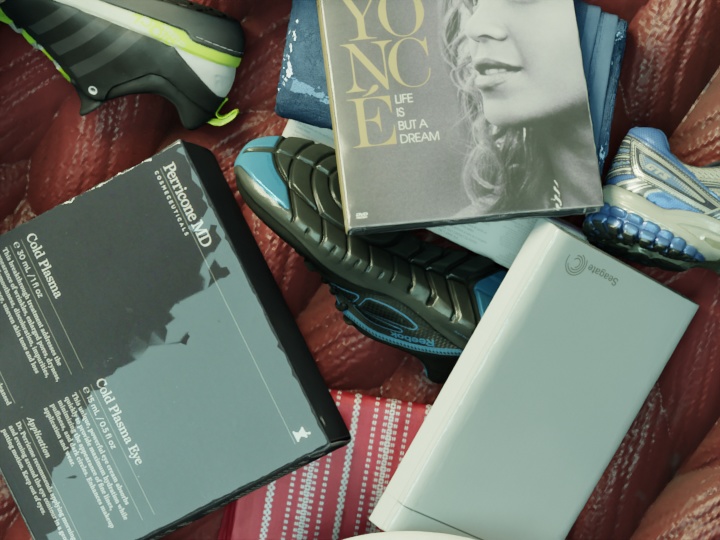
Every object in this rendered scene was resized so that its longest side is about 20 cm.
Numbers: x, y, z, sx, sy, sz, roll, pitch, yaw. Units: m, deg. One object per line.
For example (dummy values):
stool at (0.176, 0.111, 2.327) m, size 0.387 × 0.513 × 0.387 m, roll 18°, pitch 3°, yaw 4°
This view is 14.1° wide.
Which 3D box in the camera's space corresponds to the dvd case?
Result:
dvd case at (0.053, -0.123, 1.674) m, size 0.148 × 0.016 × 0.201 m, roll -5°, pitch 73°, yaw -7°

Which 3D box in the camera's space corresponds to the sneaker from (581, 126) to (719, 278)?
sneaker at (0.233, -0.032, 1.704) m, size 0.199 × 0.077 × 0.085 m, roll 18°, pitch 80°, yaw -14°

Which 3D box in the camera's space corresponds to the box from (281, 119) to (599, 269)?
box at (0.046, -0.044, 1.734) m, size 0.200 × 0.039 × 0.042 m, roll 25°, pitch 96°, yaw 0°

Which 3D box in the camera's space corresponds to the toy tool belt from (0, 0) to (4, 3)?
toy tool belt at (-0.292, -0.210, 1.638) m, size 0.199 × 0.125 × 0.123 m, roll 14°, pitch 121°, yaw 11°

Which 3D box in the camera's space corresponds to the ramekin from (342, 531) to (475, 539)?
ramekin at (0.033, 0.235, 1.694) m, size 0.200 × 0.201 × 0.098 m, roll 3°, pitch 55°, yaw 2°

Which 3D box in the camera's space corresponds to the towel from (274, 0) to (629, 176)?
towel at (0.053, -0.118, 1.706) m, size 0.199 × 0.049 × 0.112 m, roll 13°, pitch 71°, yaw -2°

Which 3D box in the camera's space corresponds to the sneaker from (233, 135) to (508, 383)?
sneaker at (0.000, 0.000, 1.705) m, size 0.200 × 0.073 × 0.082 m, roll 37°, pitch 136°, yaw -13°

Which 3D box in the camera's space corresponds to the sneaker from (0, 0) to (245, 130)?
sneaker at (-0.165, -0.133, 1.718) m, size 0.199 × 0.072 × 0.083 m, roll 17°, pitch 100°, yaw 1°

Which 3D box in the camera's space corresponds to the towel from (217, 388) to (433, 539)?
towel at (0.016, 0.149, 1.768) m, size 0.199 × 0.022 × 0.145 m, roll 9°, pitch 95°, yaw 0°

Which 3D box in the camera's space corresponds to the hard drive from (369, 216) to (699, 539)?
hard drive at (0.103, 0.082, 1.704) m, size 0.132 × 0.027 × 0.200 m, roll 26°, pitch 95°, yaw -40°

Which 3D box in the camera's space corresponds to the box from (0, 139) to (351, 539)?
box at (-0.132, 0.053, 1.709) m, size 0.182 × 0.104 × 0.200 m, roll -26°, pitch 86°, yaw 7°
